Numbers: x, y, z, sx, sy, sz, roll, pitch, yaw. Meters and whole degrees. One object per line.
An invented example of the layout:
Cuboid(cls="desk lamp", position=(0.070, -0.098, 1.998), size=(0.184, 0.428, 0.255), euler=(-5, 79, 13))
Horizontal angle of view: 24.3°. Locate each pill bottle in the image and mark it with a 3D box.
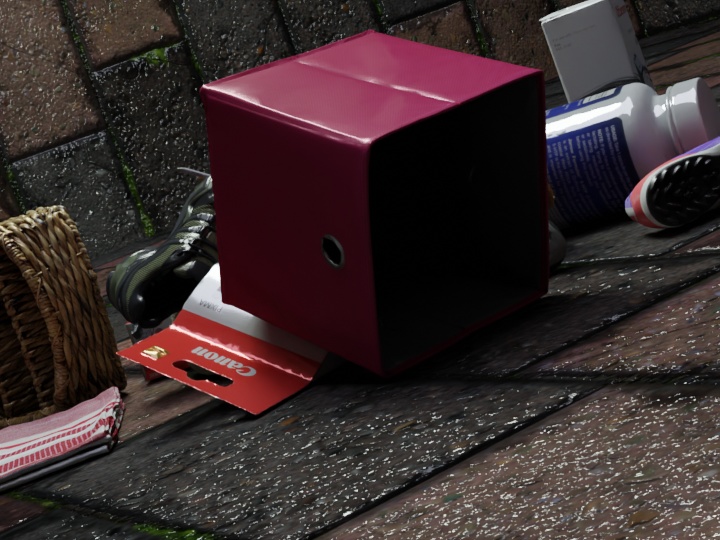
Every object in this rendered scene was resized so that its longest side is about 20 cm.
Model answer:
Cuboid(cls="pill bottle", position=(0.249, -0.115, 1.626), size=(0.199, 0.120, 0.120), euler=(-16, 8, 25))

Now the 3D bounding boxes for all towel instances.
Cuboid(cls="towel", position=(-0.280, 0.152, 1.461), size=(0.143, 0.023, 0.200), euler=(-21, 8, -3))

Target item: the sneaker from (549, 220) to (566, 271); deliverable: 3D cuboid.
Cuboid(cls="sneaker", position=(0.114, -0.028, 1.525), size=(0.199, 0.076, 0.079), euler=(8, -3, 44))

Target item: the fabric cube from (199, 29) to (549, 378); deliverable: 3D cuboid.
Cuboid(cls="fabric cube", position=(0.013, -0.063, 1.335), size=(0.199, 0.197, 0.199), euler=(-25, 33, -37))

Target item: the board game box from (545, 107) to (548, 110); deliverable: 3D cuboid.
Cuboid(cls="board game box", position=(0.118, -0.095, 1.727), size=(0.199, 0.159, 0.039), euler=(-25, 51, -35))

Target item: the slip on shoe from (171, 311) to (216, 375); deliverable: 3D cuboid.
Cuboid(cls="slip on shoe", position=(-0.118, 0.057, 1.543), size=(0.061, 0.075, 0.200), euler=(-18, 11, -32))

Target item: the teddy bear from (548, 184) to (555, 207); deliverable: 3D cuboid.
Cuboid(cls="teddy bear", position=(0.090, -0.105, 1.574), size=(0.199, 0.146, 0.067), euler=(15, 30, 3))

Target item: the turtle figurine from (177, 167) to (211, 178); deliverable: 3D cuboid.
Cuboid(cls="turtle figurine", position=(-0.035, -0.109, 1.665), size=(0.200, 0.145, 0.193), euler=(35, 18, 36))

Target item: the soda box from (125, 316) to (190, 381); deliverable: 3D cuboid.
Cuboid(cls="soda box", position=(-0.190, 0.058, 1.739), size=(0.070, 0.064, 0.200), euler=(-18, 7, 4))

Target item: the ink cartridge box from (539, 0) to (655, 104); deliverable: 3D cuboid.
Cuboid(cls="ink cartridge box", position=(0.277, -0.201, 1.856), size=(0.085, 0.201, 0.146), euler=(-17, 8, 17))

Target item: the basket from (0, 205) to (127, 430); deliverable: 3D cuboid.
Cuboid(cls="basket", position=(-0.332, 0.051, 1.634), size=(0.148, 0.201, 0.143), euler=(-20, 8, -22))

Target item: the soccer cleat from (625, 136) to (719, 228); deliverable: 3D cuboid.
Cuboid(cls="soccer cleat", position=(0.325, -0.092, 1.479), size=(0.199, 0.069, 0.073), euler=(-24, 4, -15))

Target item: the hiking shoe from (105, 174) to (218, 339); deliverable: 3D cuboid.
Cuboid(cls="hiking shoe", position=(-0.140, -0.015, 1.533), size=(0.200, 0.076, 0.101), euler=(-44, 35, 2))

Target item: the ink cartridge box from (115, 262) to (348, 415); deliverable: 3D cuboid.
Cuboid(cls="ink cartridge box", position=(-0.081, 0.041, 1.400), size=(0.160, 0.050, 0.200), euler=(19, 27, 33))
